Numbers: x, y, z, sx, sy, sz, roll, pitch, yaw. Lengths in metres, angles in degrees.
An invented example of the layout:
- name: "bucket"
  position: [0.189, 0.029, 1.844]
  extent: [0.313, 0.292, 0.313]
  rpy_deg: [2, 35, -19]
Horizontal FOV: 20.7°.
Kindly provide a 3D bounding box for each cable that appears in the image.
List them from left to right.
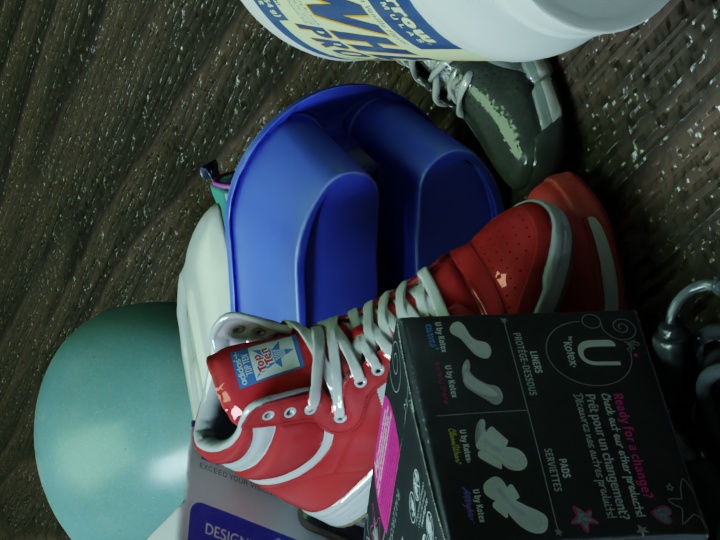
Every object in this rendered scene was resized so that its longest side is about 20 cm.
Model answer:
- name: "cable"
  position: [0.176, 0.106, 0.806]
  extent: [0.200, 0.050, 0.164]
  rpy_deg: [-131, 36, -51]

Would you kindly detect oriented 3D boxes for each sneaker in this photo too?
- name: "sneaker"
  position: [0.004, 0.032, 0.914]
  extent: [0.200, 0.112, 0.071]
  rpy_deg: [-50, 36, 20]
- name: "sneaker"
  position: [0.020, -0.114, 1.005]
  extent: [0.075, 0.115, 0.201]
  rpy_deg: [109, 144, -52]
- name: "sneaker"
  position: [0.061, 0.049, 0.980]
  extent: [0.078, 0.115, 0.201]
  rpy_deg: [-129, 34, -50]

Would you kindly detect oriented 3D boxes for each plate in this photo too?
- name: "plate"
  position: [-0.085, 0.081, 1.203]
  extent: [0.200, 0.032, 0.201]
  rpy_deg: [110, 150, -74]

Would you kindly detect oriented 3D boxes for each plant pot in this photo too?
- name: "plant pot"
  position: [-0.108, 0.111, 1.375]
  extent: [0.134, 0.199, 0.202]
  rpy_deg: [-17, 84, 47]

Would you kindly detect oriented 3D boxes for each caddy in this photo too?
- name: "caddy"
  position: [0.000, 0.000, 1.081]
  extent: [0.105, 0.141, 0.201]
  rpy_deg: [34, 131, 54]

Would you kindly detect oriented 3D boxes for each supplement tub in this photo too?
- name: "supplement tub"
  position: [0.041, -0.165, 0.864]
  extent: [0.199, 0.144, 0.146]
  rpy_deg: [9, 109, 55]

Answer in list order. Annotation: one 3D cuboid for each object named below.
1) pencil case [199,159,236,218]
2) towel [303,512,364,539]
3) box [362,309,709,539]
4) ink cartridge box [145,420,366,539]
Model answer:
- name: "pencil case"
  position: [-0.047, 0.025, 1.277]
  extent: [0.085, 0.092, 0.202]
  rpy_deg: [-2, 102, 34]
- name: "towel"
  position: [-0.003, 0.196, 1.048]
  extent: [0.031, 0.149, 0.201]
  rpy_deg: [8, 64, 56]
- name: "box"
  position: [0.071, 0.132, 0.886]
  extent: [0.201, 0.114, 0.133]
  rpy_deg: [97, 167, -45]
- name: "ink cartridge box"
  position: [-0.024, 0.200, 0.973]
  extent: [0.047, 0.197, 0.201]
  rpy_deg: [-34, 42, 40]
